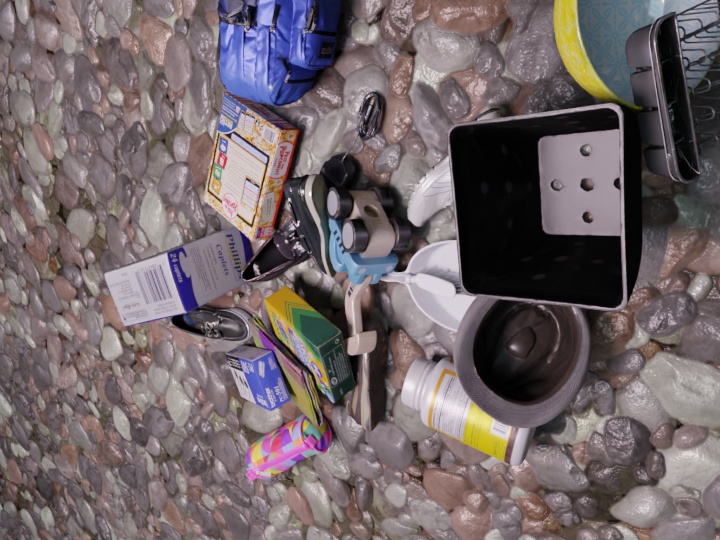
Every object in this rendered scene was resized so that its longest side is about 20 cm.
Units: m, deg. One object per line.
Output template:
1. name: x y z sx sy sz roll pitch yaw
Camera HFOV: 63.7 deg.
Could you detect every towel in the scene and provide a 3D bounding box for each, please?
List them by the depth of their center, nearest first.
1. towel: -0.132 0.179 1.035 0.199 0.022 0.146 36 148 43

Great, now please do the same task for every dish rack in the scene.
1. dish rack: 0.354 -0.195 0.581 0.054 0.196 0.157 24 137 64

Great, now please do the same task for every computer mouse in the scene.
1. computer mouse: -0.015 -0.183 0.911 0.059 0.034 0.202 48 120 29

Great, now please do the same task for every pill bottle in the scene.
1. pill bottle: 0.164 0.202 0.873 0.196 0.109 0.112 19 115 25

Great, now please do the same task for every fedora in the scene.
1. fedora: 0.216 0.108 0.791 0.174 0.090 0.203 29 81 11

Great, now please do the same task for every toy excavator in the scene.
1. toy excavator: 0.000 0.000 0.896 0.198 0.097 0.202 65 147 32

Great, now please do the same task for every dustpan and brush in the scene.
1. dustpan and brush: 0.097 0.015 0.880 0.197 0.056 0.144 17 118 47

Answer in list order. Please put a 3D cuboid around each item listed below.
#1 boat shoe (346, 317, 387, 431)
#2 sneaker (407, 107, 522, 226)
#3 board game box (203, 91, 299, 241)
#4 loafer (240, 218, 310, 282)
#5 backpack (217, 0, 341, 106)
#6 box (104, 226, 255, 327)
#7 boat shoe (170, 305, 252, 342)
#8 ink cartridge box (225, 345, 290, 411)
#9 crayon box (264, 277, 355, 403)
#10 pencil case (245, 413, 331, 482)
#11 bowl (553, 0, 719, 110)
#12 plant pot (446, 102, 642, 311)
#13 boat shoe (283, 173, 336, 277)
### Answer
1. boat shoe: -0.001 0.177 0.989 0.072 0.074 0.206 11 110 27
2. sneaker: 0.140 -0.125 0.807 0.087 0.074 0.200 46 124 4
3. board game box: -0.194 -0.178 0.996 0.150 0.046 0.204 37 121 27
4. loafer: -0.136 -0.034 1.009 0.199 0.063 0.073 -37 85 35
5. backpack: -0.121 -0.343 0.841 0.164 0.162 0.205 22 115 20
6. box: -0.319 0.008 1.053 0.180 0.199 0.108 -12 101 33
7. boat shoe: -0.296 0.109 1.159 0.195 0.056 0.071 7 109 30
8. ink cartridge box: -0.195 0.195 1.077 0.199 0.043 0.096 -9 103 63
9. crayon box: -0.094 0.113 0.973 0.199 0.051 0.128 35 147 45
10. pencil case: -0.142 0.344 1.125 0.199 0.088 0.089 -39 85 34
11. bowl: 0.281 -0.276 0.632 0.107 0.195 0.206 -156 53 -70
12. plant pot: 0.237 -0.087 0.681 0.197 0.175 0.206 5 109 43
13. boat shoe: -0.078 -0.068 0.920 0.064 0.076 0.201 7 145 18
